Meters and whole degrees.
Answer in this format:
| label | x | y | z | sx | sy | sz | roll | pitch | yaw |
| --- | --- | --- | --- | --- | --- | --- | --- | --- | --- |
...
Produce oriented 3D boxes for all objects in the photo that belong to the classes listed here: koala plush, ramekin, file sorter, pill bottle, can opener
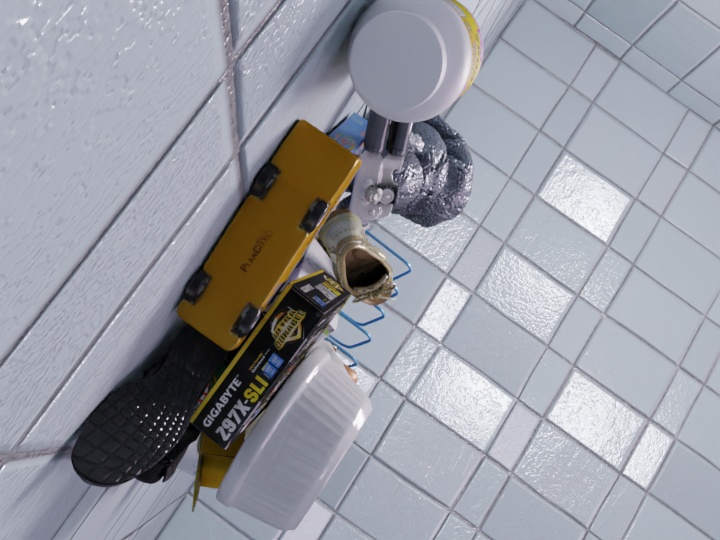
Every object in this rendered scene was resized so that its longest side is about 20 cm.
| label | x | y | z | sx | sy | sz | roll | pitch | yaw |
| --- | --- | --- | --- | --- | --- | --- | --- | --- | --- |
| koala plush | 0.047 | -0.132 | 1.028 | 0.178 | 0.184 | 0.200 | -53 | 167 | 24 |
| ramekin | -0.066 | 0.194 | 0.874 | 0.204 | 0.094 | 0.202 | -57 | 175 | -8 |
| file sorter | -0.024 | 0.049 | 1.281 | 0.201 | 0.122 | 0.139 | -58 | -169 | -22 |
| pill bottle | 0.048 | -0.186 | 0.674 | 0.105 | 0.104 | 0.200 | -56 | 179 | 23 |
| can opener | 0.025 | -0.151 | 0.872 | 0.067 | 0.052 | 0.202 | -119 | -143 | -56 |

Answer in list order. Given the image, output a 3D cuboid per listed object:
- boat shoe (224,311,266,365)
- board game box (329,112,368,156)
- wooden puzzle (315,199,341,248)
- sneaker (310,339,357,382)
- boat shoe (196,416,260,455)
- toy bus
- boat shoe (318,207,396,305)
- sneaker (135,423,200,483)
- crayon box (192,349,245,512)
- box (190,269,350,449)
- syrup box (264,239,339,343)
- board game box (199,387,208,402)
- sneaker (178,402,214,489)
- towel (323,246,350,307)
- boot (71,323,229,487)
| label | x | y | z | sx | sy | sz | roll | pitch | yaw |
| --- | --- | --- | --- | --- | --- | --- | --- | --- | --- |
| boat shoe | -0.133 | 0.058 | 0.850 | 0.075 | 0.066 | 0.200 | -53 | 177 | -37 |
| board game box | -0.063 | -0.072 | 0.901 | 0.201 | 0.036 | 0.152 | -56 | 180 | 34 |
| wooden puzzle | -0.086 | -0.035 | 1.237 | 0.186 | 0.037 | 0.200 | -56 | 175 | 2 |
| sneaker | -0.087 | 0.114 | 1.046 | 0.084 | 0.199 | 0.074 | -5 | 122 | -51 |
| boat shoe | -0.160 | 0.193 | 1.107 | 0.201 | 0.071 | 0.068 | -56 | 173 | -32 |
| toy bus | -0.079 | -0.031 | 0.688 | 0.201 | 0.065 | 0.078 | -57 | 180 | 5 |
| boat shoe | 0.000 | 0.000 | 0.991 | 0.073 | 0.063 | 0.200 | -30 | 146 | 5 |
| sneaker | -0.248 | 0.228 | 0.986 | 0.105 | 0.060 | 0.200 | -60 | -177 | -7 |
| crayon box | -0.168 | 0.183 | 0.959 | 0.127 | 0.050 | 0.202 | 115 | -19 | -57 |
| box | -0.083 | 0.081 | 0.795 | 0.160 | 0.049 | 0.200 | -52 | 177 | 7 |
| syrup box | -0.077 | 0.033 | 0.997 | 0.078 | 0.082 | 0.200 | -35 | -166 | 12 |
| board game box | -0.183 | 0.126 | 1.189 | 0.152 | 0.046 | 0.200 | -56 | 178 | -3 |
| sneaker | -0.233 | 0.264 | 1.268 | 0.075 | 0.114 | 0.200 | -55 | 180 | 37 |
| towel | -0.028 | -0.009 | 1.160 | 0.087 | 0.018 | 0.200 | -57 | -160 | 13 |
| boot | -0.197 | 0.144 | 0.715 | 0.132 | 0.070 | 0.200 | -50 | 179 | 38 |
